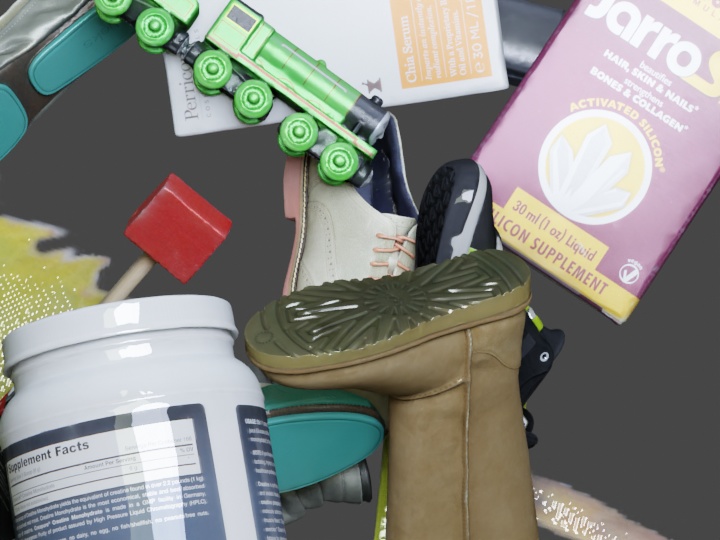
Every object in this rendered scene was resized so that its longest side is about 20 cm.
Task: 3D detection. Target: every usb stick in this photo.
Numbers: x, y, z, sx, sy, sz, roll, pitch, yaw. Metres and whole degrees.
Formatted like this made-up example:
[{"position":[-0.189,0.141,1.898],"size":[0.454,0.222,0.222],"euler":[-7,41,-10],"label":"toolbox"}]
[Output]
[{"position":[0.032,-0.157,1.743],"size":[0.199,0.033,0.056],"euler":[15,76,0],"label":"usb stick"}]

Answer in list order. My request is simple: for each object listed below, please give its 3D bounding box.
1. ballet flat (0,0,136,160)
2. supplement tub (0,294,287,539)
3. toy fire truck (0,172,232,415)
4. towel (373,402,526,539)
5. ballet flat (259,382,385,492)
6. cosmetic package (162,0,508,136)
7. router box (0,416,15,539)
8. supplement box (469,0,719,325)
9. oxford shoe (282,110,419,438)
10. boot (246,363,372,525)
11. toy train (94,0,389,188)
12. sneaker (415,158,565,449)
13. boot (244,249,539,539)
[{"position":[-0.213,-0.117,1.707],"size":[0.200,0.068,0.064],"euler":[-42,55,-14],"label":"ballet flat"},{"position":[-0.111,0.125,1.475],"size":[0.139,0.140,0.201],"euler":[-9,80,-7],"label":"supplement tub"},{"position":[-0.162,0.048,1.639],"size":[0.049,0.141,0.200],"euler":[39,115,-11],"label":"toy fire truck"},{"position":[0.051,0.141,1.676],"size":[0.086,0.018,0.201],"euler":[6,75,-4],"label":"towel"},{"position":[-0.086,0.097,1.596],"size":[0.199,0.068,0.070],"euler":[-19,47,-17],"label":"ballet flat"},{"position":[-0.017,-0.143,1.689],"size":[0.199,0.071,0.102],"euler":[-9,95,2],"label":"cosmetic package"},{"position":[-0.243,0.147,1.582],"size":[0.052,0.157,0.201],"euler":[-18,74,-49],"label":"router box"},{"position":[0.155,-0.085,1.672],"size":[0.131,0.103,0.201],"euler":[33,92,4],"label":"supplement box"},{"position":[0.000,0.000,1.658],"size":[0.071,0.074,0.201],"euler":[10,63,-40],"label":"oxford shoe"},{"position":[-0.051,0.139,1.642],"size":[0.130,0.068,0.201],"euler":[-12,72,-8],"label":"boot"},{"position":[-0.068,-0.121,1.638],"size":[0.200,0.042,0.057],"euler":[36,84,-1],"label":"toy train"},{"position":[0.075,0.024,1.629],"size":[0.082,0.201,0.072],"euler":[-2,31,-7],"label":"sneaker"},{"position":[0.023,0.101,1.570],"size":[0.174,0.201,0.066],"euler":[-12,32,-18],"label":"boot"}]
